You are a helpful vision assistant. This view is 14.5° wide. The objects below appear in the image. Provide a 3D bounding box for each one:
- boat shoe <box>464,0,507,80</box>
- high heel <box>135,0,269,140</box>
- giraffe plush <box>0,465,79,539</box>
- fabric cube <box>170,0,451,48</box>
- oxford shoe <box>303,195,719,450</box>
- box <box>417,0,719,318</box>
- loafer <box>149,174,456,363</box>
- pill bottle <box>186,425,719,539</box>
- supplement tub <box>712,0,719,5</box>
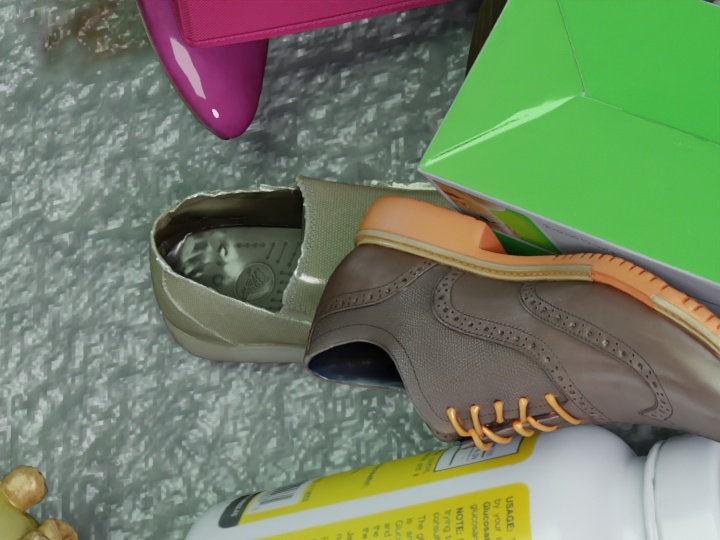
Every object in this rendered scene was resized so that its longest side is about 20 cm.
[{"bbox_3d":[0.087,-0.094,1.068,0.066,0.201,0.072,8,64,-10],"label":"boat shoe"},{"bbox_3d":[-0.046,-0.150,1.212,0.096,0.067,0.200,-29,52,24],"label":"high heel"},{"bbox_3d":[-0.186,0.142,1.100,0.162,0.173,0.200,-37,21,-22],"label":"giraffe plush"},{"bbox_3d":[-0.005,-0.239,1.126,0.196,0.199,0.200,-13,59,-5],"label":"fabric cube"},{"bbox_3d":[0.063,0.035,0.944,0.200,0.071,0.073,17,68,46],"label":"oxford shoe"},{"bbox_3d":[0.151,-0.008,0.978,0.200,0.176,0.097,23,77,33],"label":"box"},{"bbox_3d":[0.000,0.000,1.116,0.200,0.068,0.076,-6,64,24],"label":"loafer"},{"bbox_3d":[0.045,0.118,0.999,0.200,0.112,0.113,-14,60,21],"label":"pill bottle"},{"bbox_3d":[0.220,-0.133,1.024,0.144,0.144,0.200,25,78,34],"label":"supplement tub"}]
